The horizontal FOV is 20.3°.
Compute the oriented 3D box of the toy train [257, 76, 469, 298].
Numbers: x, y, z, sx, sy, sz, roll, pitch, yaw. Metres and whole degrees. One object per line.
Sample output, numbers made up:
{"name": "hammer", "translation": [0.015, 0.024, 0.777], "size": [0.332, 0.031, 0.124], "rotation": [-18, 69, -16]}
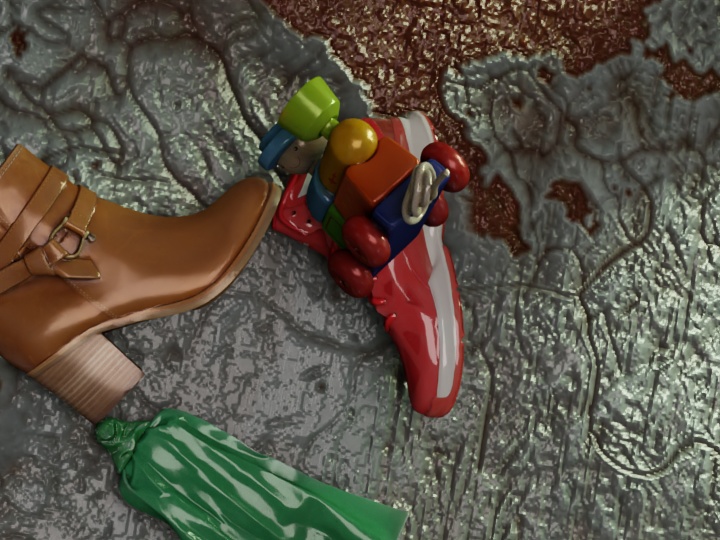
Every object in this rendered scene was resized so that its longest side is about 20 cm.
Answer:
{"name": "toy train", "translation": [-0.001, -0.069, 1.185], "size": [0.085, 0.200, 0.116], "rotation": [-43, 84, -16]}

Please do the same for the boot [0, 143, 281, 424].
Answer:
{"name": "boot", "translation": [-0.157, -0.025, 1.250], "size": [0.155, 0.074, 0.200], "rotation": [45, 73, -8]}

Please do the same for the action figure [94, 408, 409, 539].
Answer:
{"name": "action figure", "translation": [-0.083, 0.150, 1.277], "size": [0.199, 0.055, 0.119], "rotation": [35, 79, -8]}

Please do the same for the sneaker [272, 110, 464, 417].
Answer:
{"name": "sneaker", "translation": [0.000, 0.000, 1.311], "size": [0.114, 0.078, 0.202], "rotation": [-5, 78, -11]}
